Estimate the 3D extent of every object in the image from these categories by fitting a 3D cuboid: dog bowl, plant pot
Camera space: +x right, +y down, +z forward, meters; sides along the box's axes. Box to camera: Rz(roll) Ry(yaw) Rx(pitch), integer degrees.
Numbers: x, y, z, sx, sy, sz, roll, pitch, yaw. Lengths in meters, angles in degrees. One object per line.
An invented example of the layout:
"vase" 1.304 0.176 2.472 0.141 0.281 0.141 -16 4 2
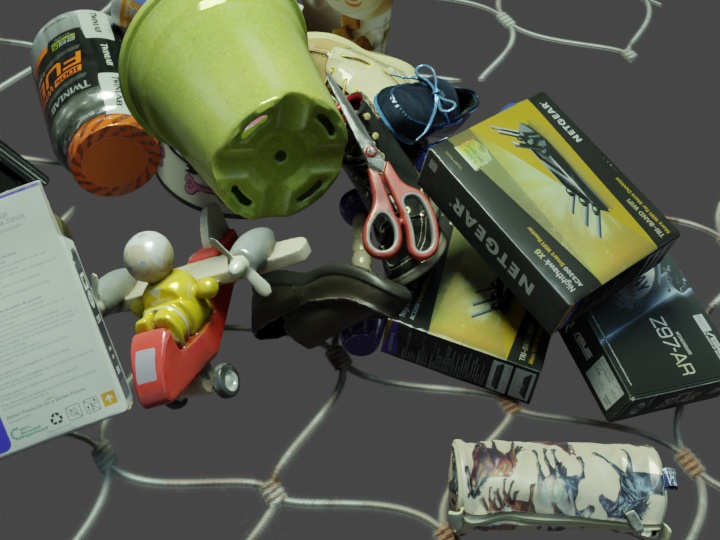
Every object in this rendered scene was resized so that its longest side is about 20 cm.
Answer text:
"dog bowl" -0.136 -0.153 1.170 0.196 0.075 0.202 5 46 -5
"plant pot" -0.106 -0.152 0.970 0.197 0.203 0.185 -14 44 -22

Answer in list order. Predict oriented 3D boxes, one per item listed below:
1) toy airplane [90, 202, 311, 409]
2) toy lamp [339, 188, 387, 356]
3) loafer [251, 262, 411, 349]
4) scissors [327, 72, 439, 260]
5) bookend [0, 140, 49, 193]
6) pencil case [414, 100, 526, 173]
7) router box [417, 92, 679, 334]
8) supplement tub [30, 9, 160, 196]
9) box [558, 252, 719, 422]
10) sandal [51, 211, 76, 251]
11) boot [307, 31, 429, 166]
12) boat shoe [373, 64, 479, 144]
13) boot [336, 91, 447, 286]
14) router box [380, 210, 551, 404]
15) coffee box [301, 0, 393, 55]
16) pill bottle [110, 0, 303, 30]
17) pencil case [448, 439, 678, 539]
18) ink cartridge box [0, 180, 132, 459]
"toy airplane" -0.158 0.008 0.944 0.200 0.142 0.199 -44 38 -7
"toy lamp" 0.000 0.000 1.056 0.057 0.059 0.202 4 44 -6
"loafer" -0.031 0.040 0.962 0.072 0.198 0.073 24 71 -37
"scissors" 0.021 -0.101 0.972 0.072 0.014 0.203 -12 72 -6
"bookend" -0.376 -0.046 0.934 0.091 0.199 0.202 -30 49 13
"pencil case" 0.144 -0.132 1.189 0.198 0.078 0.088 -29 89 -33
"router box" 0.175 -0.060 0.978 0.156 0.053 0.201 -29 67 -29
"supplement tub" -0.288 -0.183 1.139 0.120 0.124 0.201 -11 48 -19
"box" 0.262 0.040 1.020 0.158 0.044 0.202 -5 57 -31
"sandal" -0.305 0.037 0.946 0.054 0.082 0.203 -10 61 13
"boot" -0.014 -0.197 1.223 0.197 0.073 0.157 13 44 -20
"boat shoe" 0.076 -0.192 1.160 0.085 0.068 0.200 59 26 0
"boot" 0.019 -0.083 1.025 0.072 0.151 0.201 -29 23 21
"router box" 0.124 0.023 1.056 0.155 0.053 0.201 18 46 8
"coffee box" -0.017 -0.332 1.272 0.112 0.202 0.081 5 44 -5
"pill bottle" -0.168 -0.293 1.161 0.197 0.113 0.113 21 45 -6
"pencil case" 0.165 0.188 0.884 0.196 0.079 0.090 3 26 -7
"ink cartridge box" -0.311 0.053 0.840 0.195 0.203 0.043 -20 12 -6
